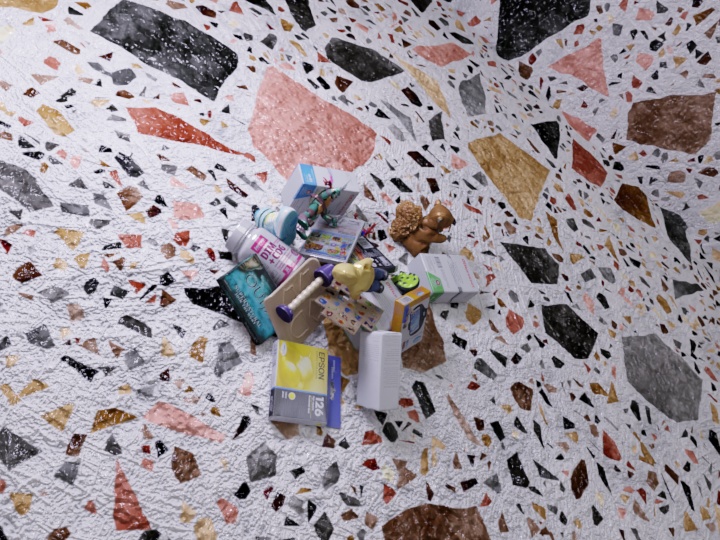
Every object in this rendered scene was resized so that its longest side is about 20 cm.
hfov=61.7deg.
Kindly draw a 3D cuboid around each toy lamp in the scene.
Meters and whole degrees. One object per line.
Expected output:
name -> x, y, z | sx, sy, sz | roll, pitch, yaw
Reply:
toy lamp -> -0.133, 0.052, 1.547 | 0.058, 0.058, 0.200 | 46, 56, 3

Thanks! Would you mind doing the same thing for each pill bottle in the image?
pill bottle -> -0.262, -0.045, 1.645 | 0.200, 0.113, 0.113 | 36, 46, -6

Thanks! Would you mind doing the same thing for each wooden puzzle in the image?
wooden puzzle -> -0.165, 0.090, 1.597 | 0.200, 0.046, 0.186 | -43, 129, -36

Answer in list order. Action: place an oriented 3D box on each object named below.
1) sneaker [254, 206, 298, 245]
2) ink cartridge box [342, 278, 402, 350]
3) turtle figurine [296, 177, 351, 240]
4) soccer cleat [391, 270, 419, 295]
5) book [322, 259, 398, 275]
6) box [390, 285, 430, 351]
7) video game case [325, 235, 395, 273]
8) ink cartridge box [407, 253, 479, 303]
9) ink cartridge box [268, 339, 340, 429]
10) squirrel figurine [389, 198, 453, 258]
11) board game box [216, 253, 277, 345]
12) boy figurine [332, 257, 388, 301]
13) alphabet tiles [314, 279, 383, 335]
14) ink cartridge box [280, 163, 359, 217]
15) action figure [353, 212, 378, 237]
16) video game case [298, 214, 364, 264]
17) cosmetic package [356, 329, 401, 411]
sneaker -> -0.245, -0.144, 1.687 | 0.131, 0.200, 0.080 | 40, 65, 9
ink cartridge box -> 0.036, 0.122, 1.743 | 0.200, 0.088, 0.145 | -23, 74, -41
turtle figurine -> -0.108, -0.182, 1.750 | 0.101, 0.150, 0.200 | 32, 64, 26
soccer cleat -> 0.141, 0.051, 1.805 | 0.067, 0.200, 0.081 | -21, 99, -6
book -> 0.000, 0.000, 1.792 | 0.133, 0.048, 0.200 | 24, 32, 34
box -> 0.137, 0.153, 1.719 | 0.041, 0.200, 0.119 | 28, 37, 35
video game case -> -0.022, -0.042, 1.788 | 0.180, 0.026, 0.200 | -7, 35, -29
ink cartridge box -> 0.272, 0.028, 1.970 | 0.200, 0.084, 0.146 | 2, 58, -33
ink cartridge box -> -0.130, 0.290, 1.530 | 0.200, 0.047, 0.198 | 13, 58, -24
squirrel figurine -> 0.203, -0.152, 1.982 | 0.200, 0.187, 0.142 | 23, 49, -18
board game box -> -0.269, 0.073, 1.559 | 0.135, 0.028, 0.200 | -42, 110, -42
boy figurine -> -0.002, 0.024, 1.621 | 0.064, 0.125, 0.200 | 22, 8, 34
alphabet tiles -> -0.031, 0.102, 1.598 | 0.167, 0.008, 0.200 | 34, 26, 2
ink cartridge box -> -0.123, -0.240, 1.856 | 0.200, 0.145, 0.085 | 3, 55, -32
action figure -> -0.028, -0.140, 1.884 | 0.200, 0.099, 0.065 | -3, 53, -38
video game case -> -0.082, -0.094, 1.775 | 0.143, 0.018, 0.200 | 12, 43, 11
cosmetic package -> 0.049, 0.260, 1.585 | 0.074, 0.102, 0.201 | 3, 89, -35
